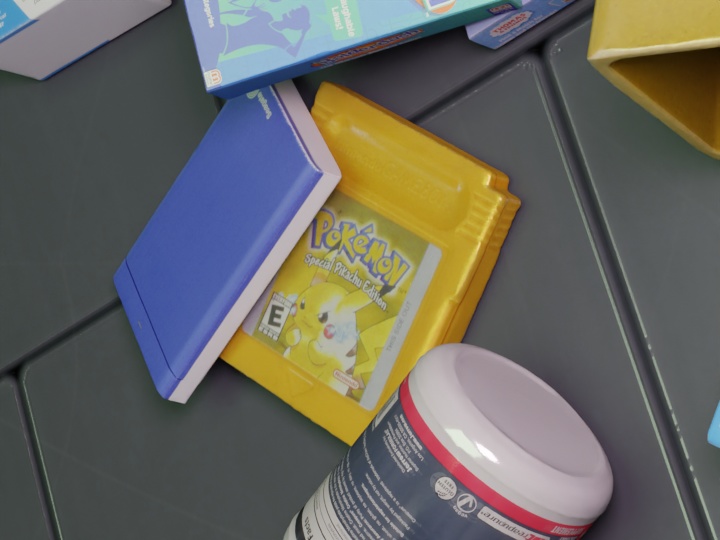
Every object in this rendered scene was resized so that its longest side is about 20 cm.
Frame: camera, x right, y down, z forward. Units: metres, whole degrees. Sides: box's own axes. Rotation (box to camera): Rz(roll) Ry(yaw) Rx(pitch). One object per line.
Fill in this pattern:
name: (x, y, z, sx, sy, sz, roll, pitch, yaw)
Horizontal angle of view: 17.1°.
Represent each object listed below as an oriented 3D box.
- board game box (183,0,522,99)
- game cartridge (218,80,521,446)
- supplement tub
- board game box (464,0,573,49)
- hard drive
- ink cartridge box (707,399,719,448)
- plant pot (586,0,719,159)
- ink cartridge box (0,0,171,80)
board game box: (-0.016, -0.207, 1.476, 0.200, 0.045, 0.152, -17, 83, 14)
game cartridge: (0.000, 0.000, 1.548, 0.176, 0.032, 0.200, 31, 104, 38)
supplement tub: (0.042, 0.156, 1.421, 0.200, 0.140, 0.140, -53, 56, 21)
board game box: (0.106, -0.262, 1.495, 0.151, 0.037, 0.200, -30, 66, 30)
hard drive: (-0.093, -0.028, 1.602, 0.200, 0.025, 0.132, -55, 39, 24)
ink cartridge box: (0.297, 0.077, 1.272, 0.200, 0.067, 0.116, 26, 99, 39)
plant pot: (0.245, -0.186, 1.264, 0.194, 0.196, 0.200, -5, 75, 28)
ink cartridge box: (-0.230, -0.261, 1.737, 0.145, 0.085, 0.200, -26, 67, 34)
